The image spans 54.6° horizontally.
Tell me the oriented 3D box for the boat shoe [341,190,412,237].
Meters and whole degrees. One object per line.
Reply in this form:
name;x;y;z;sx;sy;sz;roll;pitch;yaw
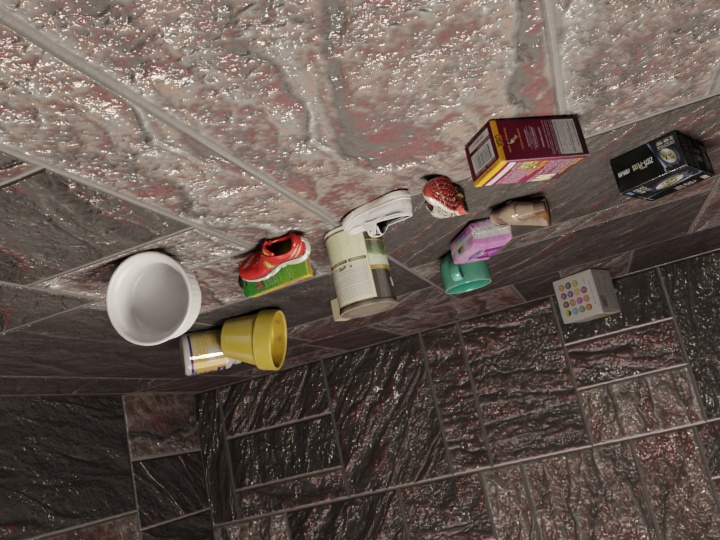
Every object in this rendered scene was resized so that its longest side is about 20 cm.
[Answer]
boat shoe;0.039;-0.113;1.565;0.198;0.070;0.072;-23;164;34

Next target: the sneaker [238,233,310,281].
sneaker;-0.215;-0.040;1.649;0.198;0.078;0.085;-26;152;20

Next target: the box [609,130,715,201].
box;0.716;-0.241;1.653;0.163;0.087;0.198;-25;162;40

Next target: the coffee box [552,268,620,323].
coffee box;1.023;0.119;3.165;0.196;0.203;0.198;-23;164;40

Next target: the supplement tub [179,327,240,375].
supplement tub;-0.530;0.283;2.464;0.197;0.148;0.145;-8;166;-20

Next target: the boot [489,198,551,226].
boot;0.419;-0.144;1.832;0.144;0.071;0.200;-11;167;20

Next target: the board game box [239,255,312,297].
board game box;-0.209;-0.004;1.709;0.198;0.097;0.030;-19;163;24

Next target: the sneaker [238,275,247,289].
sneaker;-0.215;0.007;1.792;0.198;0.077;0.114;-25;157;23

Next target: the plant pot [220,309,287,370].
plant pot;-0.362;0.232;2.355;0.186;0.204;0.201;0;169;9

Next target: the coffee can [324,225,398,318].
coffee can;0.000;0.000;1.701;0.144;0.203;0.147;-12;167;-3

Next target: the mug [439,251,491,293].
mug;0.325;-0.008;2.168;0.150;0.116;0.185;-10;166;-10

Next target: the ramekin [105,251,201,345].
ramekin;-0.452;0.063;1.551;0.197;0.204;0.098;-14;174;7

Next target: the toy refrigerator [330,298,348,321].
toy refrigerator;-0.008;0.111;2.419;0.199;0.077;0.069;-25;162;39

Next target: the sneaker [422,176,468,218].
sneaker;0.175;-0.148;1.534;0.081;0.079;0.199;-17;166;22

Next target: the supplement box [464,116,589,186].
supplement box;0.315;-0.227;1.328;0.197;0.087;0.110;-8;165;-21

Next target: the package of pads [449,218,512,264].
package of pads;0.336;-0.083;1.958;0.119;0.077;0.200;-9;166;-12
